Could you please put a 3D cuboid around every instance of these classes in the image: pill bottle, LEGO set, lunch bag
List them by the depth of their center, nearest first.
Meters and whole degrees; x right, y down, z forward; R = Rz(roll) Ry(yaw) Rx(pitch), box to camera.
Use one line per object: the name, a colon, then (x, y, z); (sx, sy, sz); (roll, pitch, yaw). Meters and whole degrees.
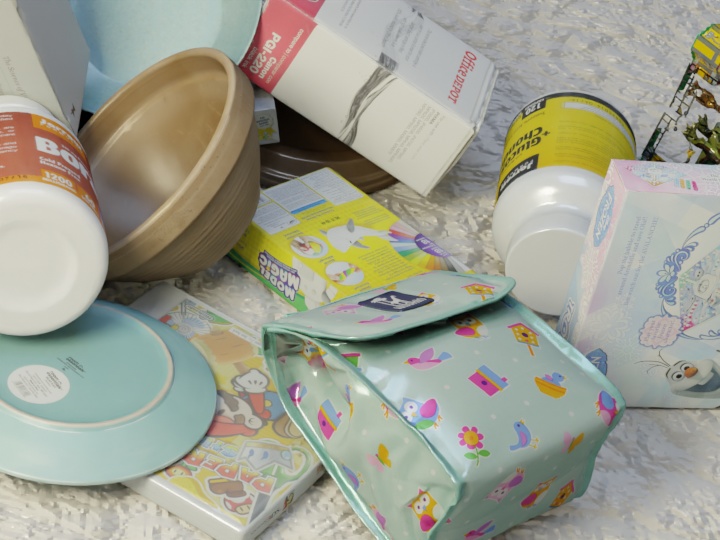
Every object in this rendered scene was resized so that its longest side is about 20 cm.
lunch bag: (0.049, 0.081, 1.290); (0.170, 0.122, 0.200); (-19, 54, -37)
pill bottle: (-0.241, -0.047, 1.335); (0.112, 0.112, 0.200); (2, 27, -15)
pill bottle: (0.164, -0.053, 1.533); (0.112, 0.112, 0.200); (13, 34, 1)
LEGO set: (0.329, -0.106, 1.611); (0.154, 0.200, 0.116); (5, 32, -48)

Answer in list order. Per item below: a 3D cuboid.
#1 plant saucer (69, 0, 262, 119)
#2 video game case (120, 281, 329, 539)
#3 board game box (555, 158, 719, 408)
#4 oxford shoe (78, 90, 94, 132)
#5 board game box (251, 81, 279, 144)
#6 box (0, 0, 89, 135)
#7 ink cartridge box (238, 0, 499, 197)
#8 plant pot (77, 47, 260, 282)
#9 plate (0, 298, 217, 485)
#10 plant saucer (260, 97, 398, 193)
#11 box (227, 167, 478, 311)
plant saucer: (-0.175, -0.212, 1.539); (0.201, 0.039, 0.201); (-1, 76, 6)
video game case: (-0.112, 0.094, 1.318); (0.200, 0.023, 0.182); (28, 38, 20)
board game box: (0.252, 0.015, 1.389); (0.199, 0.200, 0.043); (2, 38, -16)
oxford shoe: (-0.254, -0.136, 1.558); (0.084, 0.073, 0.200); (6, 48, -14)
board game box: (-0.145, -0.166, 1.618); (0.134, 0.034, 0.200); (-8, 36, -4)
box: (-0.325, -0.170, 1.439); (0.200, 0.152, 0.106); (-9, 45, 9)
ink cartridge box: (0.007, -0.170, 1.591); (0.200, 0.085, 0.146); (32, 29, -5)
plant pot: (-0.140, -0.062, 1.427); (0.093, 0.201, 0.201); (41, 21, -32)
plate: (-0.195, 0.070, 1.287); (0.200, 0.026, 0.200); (9, 35, -6)
plant saucer: (-0.047, -0.130, 1.646); (0.200, 0.030, 0.200); (9, 35, -6)
box: (0.000, 0.000, 1.465); (0.117, 0.048, 0.200); (-22, 46, -40)
